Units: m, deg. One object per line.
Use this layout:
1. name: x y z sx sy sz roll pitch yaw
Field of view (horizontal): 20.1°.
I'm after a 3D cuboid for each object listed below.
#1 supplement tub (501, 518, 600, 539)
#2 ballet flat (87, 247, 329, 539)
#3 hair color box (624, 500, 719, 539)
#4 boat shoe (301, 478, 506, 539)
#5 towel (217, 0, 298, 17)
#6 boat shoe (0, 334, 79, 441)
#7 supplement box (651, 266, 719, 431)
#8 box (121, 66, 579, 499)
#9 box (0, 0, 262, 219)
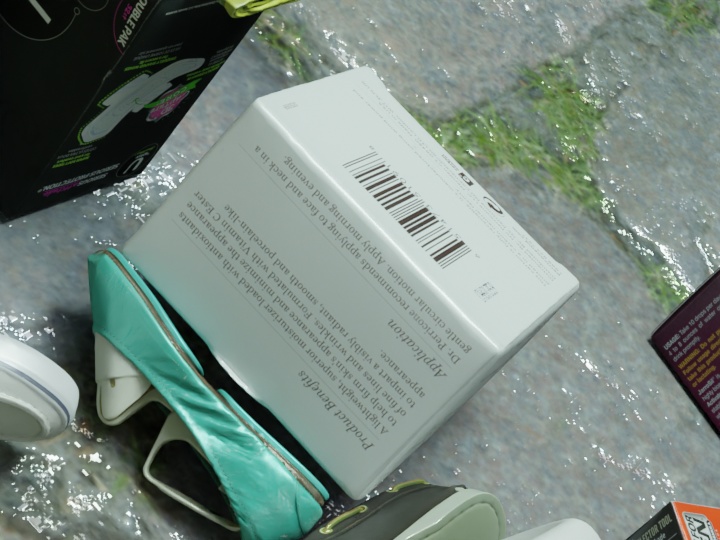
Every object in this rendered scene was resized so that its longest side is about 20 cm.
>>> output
1. supplement tub: 0.090 0.244 1.051 0.145 0.145 0.200 -16 83 -47
2. ballet flat: -0.105 0.078 1.131 0.070 0.067 0.200 -40 83 -13
3. hair color box: 0.249 0.204 1.280 0.200 0.102 0.061 11 47 -31
4. boat shoe: -0.007 0.173 1.132 0.201 0.061 0.072 -21 113 -39
5. towel: -0.104 -0.223 1.131 0.200 0.018 0.086 50 37 11
6. boat shoe: -0.242 0.060 1.031 0.200 0.072 0.066 21 47 -23
7. supplement box: 0.328 0.084 1.458 0.131 0.103 0.200 -18 66 -47
8. box: 0.000 0.000 1.202 0.199 0.131 0.200 46 21 5
9. box: -0.165 -0.156 1.192 0.149 0.200 0.124 51 38 12
